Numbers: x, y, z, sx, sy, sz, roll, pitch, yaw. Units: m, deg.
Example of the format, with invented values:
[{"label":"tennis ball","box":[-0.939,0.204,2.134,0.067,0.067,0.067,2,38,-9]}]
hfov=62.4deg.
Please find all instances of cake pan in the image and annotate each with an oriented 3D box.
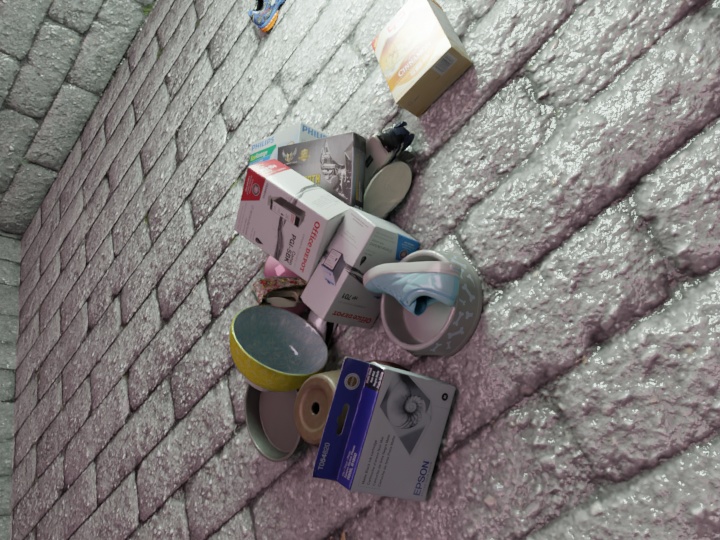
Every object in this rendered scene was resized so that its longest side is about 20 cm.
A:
[{"label":"cake pan","box":[-0.175,0.299,1.260,0.199,0.036,0.203,-1,88,45]}]

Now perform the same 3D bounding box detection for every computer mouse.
[{"label":"computer mouse","box":[-0.100,0.146,1.256,0.109,0.044,0.202,15,88,49]}]

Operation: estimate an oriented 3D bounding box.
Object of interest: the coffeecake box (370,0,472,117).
[{"label":"coffeecake box","box":[0.118,-0.442,1.209,0.153,0.073,0.202,-41,50,31]}]

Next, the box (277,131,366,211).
[{"label":"box","box":[-0.083,-0.179,1.189,0.198,0.048,0.161,-1,83,35]}]

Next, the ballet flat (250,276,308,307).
[{"label":"ballet flat","box":[-0.123,0.049,1.215,0.064,0.197,0.076,-107,18,-46]}]

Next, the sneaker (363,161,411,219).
[{"label":"sneaker","box":[0.029,-0.132,1.204,0.201,0.075,0.085,-54,8,-2]}]

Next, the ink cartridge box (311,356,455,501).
[{"label":"ink cartridge box","box":[0.041,0.257,0.953,0.041,0.198,0.202,10,84,67]}]

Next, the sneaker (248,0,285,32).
[{"label":"sneaker","box":[-0.262,-0.804,1.733,0.075,0.078,0.202,32,100,46]}]

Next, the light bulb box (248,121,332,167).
[{"label":"light bulb box","box":[-0.162,-0.209,1.385,0.197,0.124,0.203,-10,71,44]}]

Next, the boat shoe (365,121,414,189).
[{"label":"boat shoe","box":[0.040,-0.233,1.232,0.075,0.092,0.200,57,152,-1]}]

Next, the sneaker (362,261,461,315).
[{"label":"sneaker","box":[0.076,0.034,1.001,0.199,0.073,0.083,-8,67,46]}]

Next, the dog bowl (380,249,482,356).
[{"label":"dog bowl","box":[0.116,0.056,1.049,0.199,0.058,0.203,-17,65,42]}]

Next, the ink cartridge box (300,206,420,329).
[{"label":"ink cartridge box","box":[0.000,0.000,1.123,0.086,0.146,0.201,38,105,39]}]

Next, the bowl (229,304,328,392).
[{"label":"bowl","box":[-0.174,0.172,1.167,0.108,0.198,0.201,-61,42,27]}]

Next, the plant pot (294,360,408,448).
[{"label":"plant pot","box":[-0.015,0.249,1.035,0.199,0.174,0.203,-17,65,41]}]

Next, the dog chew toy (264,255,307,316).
[{"label":"dog chew toy","box":[-0.163,0.052,1.306,0.124,0.124,0.202,30,107,47]}]

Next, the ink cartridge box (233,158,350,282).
[{"label":"ink cartridge box","box":[-0.132,-0.097,1.134,0.199,0.083,0.148,33,124,19]}]
